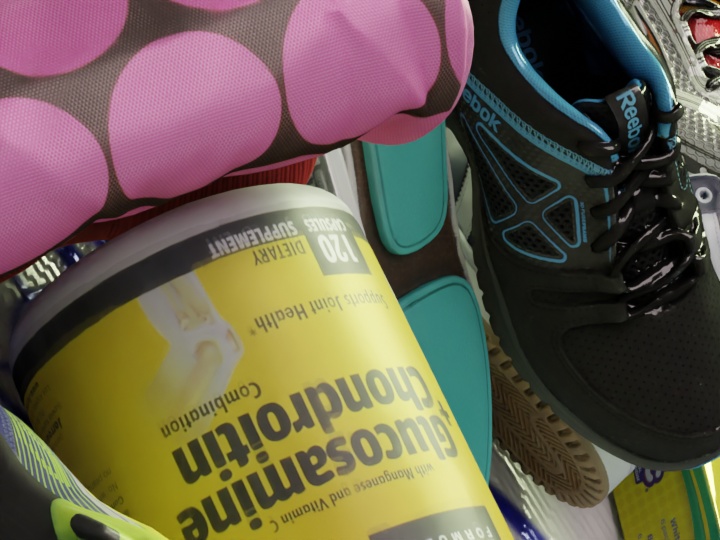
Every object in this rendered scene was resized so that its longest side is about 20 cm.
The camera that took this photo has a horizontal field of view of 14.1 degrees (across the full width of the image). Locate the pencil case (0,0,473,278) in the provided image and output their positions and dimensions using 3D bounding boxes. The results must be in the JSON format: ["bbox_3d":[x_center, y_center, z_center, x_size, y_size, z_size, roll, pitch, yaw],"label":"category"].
[{"bbox_3d":[-0.071,-0.044,0.777,0.200,0.094,0.091,-19,70,-20],"label":"pencil case"}]

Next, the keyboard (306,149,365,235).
[{"bbox_3d":[-0.014,0.003,0.902,0.011,0.056,0.200,-14,88,-36],"label":"keyboard"}]

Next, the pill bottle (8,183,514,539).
[{"bbox_3d":[-0.014,0.085,0.824,0.112,0.112,0.200,-5,63,-51],"label":"pill bottle"}]

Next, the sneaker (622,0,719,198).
[{"bbox_3d":[0.113,-0.083,1.095,0.200,0.082,0.078,45,20,30],"label":"sneaker"}]

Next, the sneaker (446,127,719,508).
[{"bbox_3d":[0.055,-0.028,1.009,0.108,0.070,0.200,-39,99,-23],"label":"sneaker"}]

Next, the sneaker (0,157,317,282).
[{"bbox_3d":[-0.123,-0.041,0.866,0.200,0.079,0.116,0,13,-25],"label":"sneaker"}]

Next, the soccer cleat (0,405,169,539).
[{"bbox_3d":[-0.067,0.093,0.738,0.200,0.065,0.084,39,-6,34],"label":"soccer cleat"}]

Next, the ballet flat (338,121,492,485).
[{"bbox_3d":[0.000,0.000,0.940,0.069,0.069,0.200,-32,119,-56],"label":"ballet flat"}]

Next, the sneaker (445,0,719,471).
[{"bbox_3d":[0.073,-0.024,0.934,0.073,0.082,0.200,-32,99,-22],"label":"sneaker"}]

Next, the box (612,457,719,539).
[{"bbox_3d":[0.138,0.046,1.099,0.117,0.048,0.200,19,44,-39],"label":"box"}]
